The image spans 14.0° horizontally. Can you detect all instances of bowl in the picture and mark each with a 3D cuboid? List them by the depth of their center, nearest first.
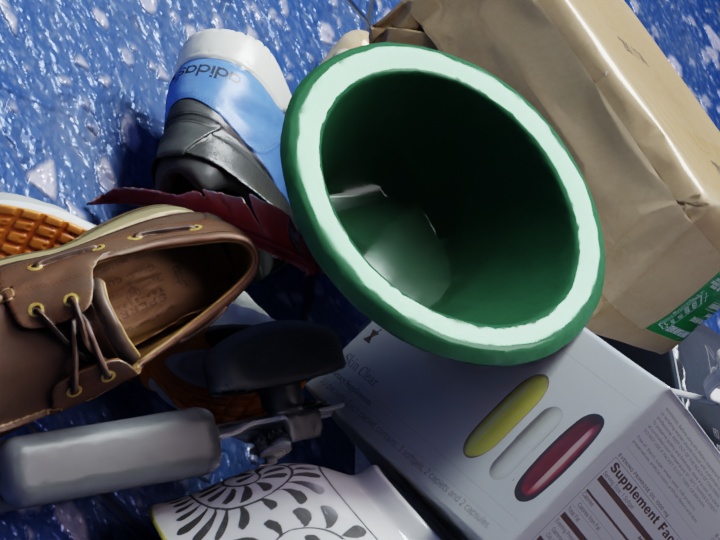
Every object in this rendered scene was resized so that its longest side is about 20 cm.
[{"bbox_3d":[0.002,0.153,1.362,0.201,0.094,0.201,46,0,0],"label":"bowl"}]

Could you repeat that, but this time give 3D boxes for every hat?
[{"bbox_3d":[0.000,0.000,1.412,0.165,0.176,0.201,-4,60,-32],"label":"hat"}]

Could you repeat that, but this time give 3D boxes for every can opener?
[{"bbox_3d":[-0.093,0.071,1.351,0.200,0.053,0.067,-13,87,-39],"label":"can opener"}]

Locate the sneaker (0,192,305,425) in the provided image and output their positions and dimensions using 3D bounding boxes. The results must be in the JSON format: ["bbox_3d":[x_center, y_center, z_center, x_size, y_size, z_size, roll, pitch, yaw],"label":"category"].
[{"bbox_3d":[-0.123,0.011,1.411,0.200,0.076,0.092,29,13,-32],"label":"sneaker"}]

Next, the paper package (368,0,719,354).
[{"bbox_3d":[0.119,-0.061,1.518,0.191,0.103,0.200,56,13,17],"label":"paper package"}]

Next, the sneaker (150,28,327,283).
[{"bbox_3d":[-0.047,-0.023,1.546,0.200,0.076,0.112,55,41,-42],"label":"sneaker"}]

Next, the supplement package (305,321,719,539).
[{"bbox_3d":[0.094,0.102,1.403,0.156,0.111,0.200,51,-8,-34],"label":"supplement package"}]

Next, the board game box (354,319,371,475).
[{"bbox_3d":[0.087,0.139,1.588,0.199,0.043,0.201,20,55,-30],"label":"board game box"}]

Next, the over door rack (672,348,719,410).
[{"bbox_3d":[0.177,0.118,1.594,0.199,0.067,0.148,7,62,-36],"label":"over door rack"}]

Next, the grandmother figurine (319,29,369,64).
[{"bbox_3d":[0.027,-0.079,1.640,0.121,0.061,0.200,38,7,-26],"label":"grandmother figurine"}]

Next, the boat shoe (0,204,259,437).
[{"bbox_3d":[-0.131,0.024,1.296,0.200,0.067,0.072,-28,105,-31],"label":"boat shoe"}]

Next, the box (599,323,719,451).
[{"bbox_3d":[0.205,0.155,1.767,0.200,0.117,0.197,30,44,-44],"label":"box"}]
